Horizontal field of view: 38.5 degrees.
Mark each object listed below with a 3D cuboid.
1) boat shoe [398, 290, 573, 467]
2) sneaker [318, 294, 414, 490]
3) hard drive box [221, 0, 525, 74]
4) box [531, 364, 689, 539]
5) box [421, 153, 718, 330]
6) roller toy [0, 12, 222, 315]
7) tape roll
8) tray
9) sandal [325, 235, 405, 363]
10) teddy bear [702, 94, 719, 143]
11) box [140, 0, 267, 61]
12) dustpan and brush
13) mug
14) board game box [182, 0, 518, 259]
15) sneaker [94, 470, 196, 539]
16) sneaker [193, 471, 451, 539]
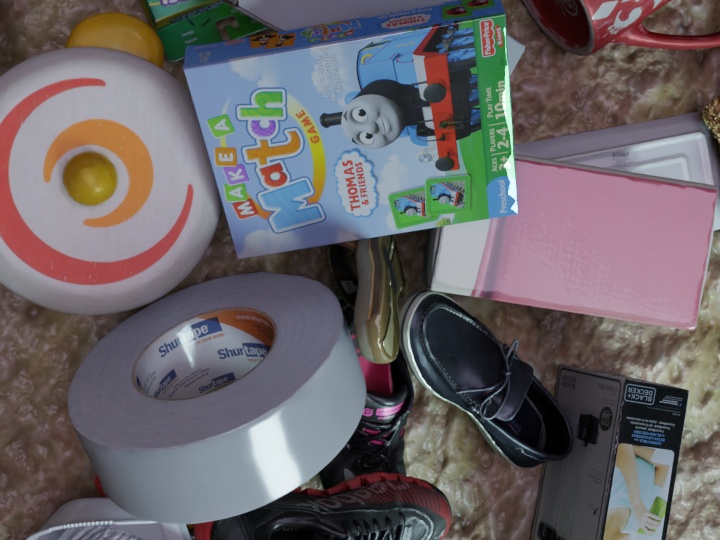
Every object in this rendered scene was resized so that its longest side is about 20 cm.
[{"bbox_3d":[0.102,0.087,0.813,0.200,0.062,0.075,48,60,-27],"label":"boat shoe"},{"bbox_3d":[0.003,0.116,0.809,0.076,0.084,0.201,-8,92,-12],"label":"sneaker"},{"bbox_3d":[-0.007,-0.185,0.739,0.199,0.156,0.077,23,101,-28],"label":"hard drive box"},{"bbox_3d":[0.196,0.184,0.838,0.060,0.117,0.201,11,87,-15],"label":"box"},{"bbox_3d":[0.154,-0.025,0.799,0.199,0.128,0.110,9,92,1],"label":"box"},{"bbox_3d":[-0.189,-0.062,0.737,0.200,0.140,0.183,-41,99,-10],"label":"roller toy"},{"bbox_3d":[-0.099,0.082,0.724,0.199,0.200,0.066,-24,121,-11],"label":"tape roll"},{"bbox_3d":[0.227,-0.071,0.890,0.199,0.022,0.108,-12,92,-12],"label":"tray"},{"bbox_3d":[0.000,0.000,0.759,0.054,0.200,0.081,-10,119,9],"label":"sandal"},{"bbox_3d":[0.360,-0.118,0.901,0.144,0.067,0.201,-10,92,-31],"label":"teddy bear"},{"bbox_3d":[-0.135,-0.274,0.796,0.117,0.048,0.201,-23,97,-11],"label":"box"},{"bbox_3d":[-0.219,0.212,0.763,0.199,0.140,0.057,12,47,18],"label":"dustpan and brush"},{"bbox_3d":[0.244,-0.259,0.832,0.200,0.133,0.178,-36,76,-6],"label":"mug"},{"bbox_3d":[0.000,-0.090,0.679,0.199,0.037,0.152,-9,128,3],"label":"board game box"},{"bbox_3d":[-0.109,0.195,0.780,0.199,0.082,0.078,31,70,-13],"label":"sneaker"},{"bbox_3d":[-0.013,0.190,0.732,0.199,0.098,0.071,5,104,-27],"label":"sneaker"}]
